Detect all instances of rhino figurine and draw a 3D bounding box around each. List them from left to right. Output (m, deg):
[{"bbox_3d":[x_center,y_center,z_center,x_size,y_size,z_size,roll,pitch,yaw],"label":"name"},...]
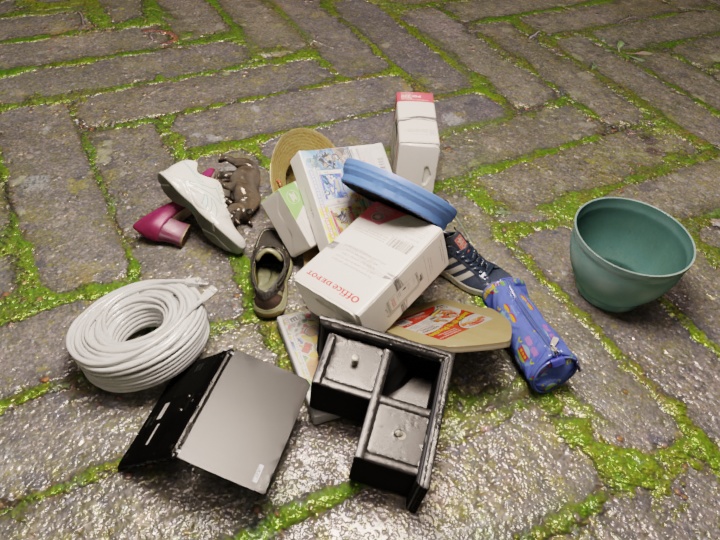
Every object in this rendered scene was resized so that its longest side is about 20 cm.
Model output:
[{"bbox_3d":[-0.236,-0.149,1.220,0.087,0.060,0.201,4,47,-13],"label":"rhino figurine"}]

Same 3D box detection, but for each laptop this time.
[{"bbox_3d":[-0.195,0.207,0.854,0.199,0.103,0.178,-21,30,35],"label":"laptop"}]

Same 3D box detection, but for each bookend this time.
[{"bbox_3d":[0.009,0.188,0.854,0.198,0.092,0.200,16,52,5],"label":"bookend"}]

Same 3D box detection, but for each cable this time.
[{"bbox_3d":[-0.326,0.091,0.940,0.198,0.070,0.201,4,40,18],"label":"cable"}]

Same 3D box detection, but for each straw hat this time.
[{"bbox_3d":[-0.122,-0.169,1.227,0.085,0.202,0.201,-13,24,47],"label":"straw hat"}]

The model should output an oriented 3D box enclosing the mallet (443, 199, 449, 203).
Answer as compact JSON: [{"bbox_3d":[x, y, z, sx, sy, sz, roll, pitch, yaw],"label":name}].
[{"bbox_3d":[0.102,-0.047,1.081,0.066,0.041,0.200,31,65,34],"label":"mallet"}]

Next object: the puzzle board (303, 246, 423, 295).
[{"bbox_3d":[0.000,0.000,1.109,0.198,0.018,0.151,0,34,-7],"label":"puzzle board"}]

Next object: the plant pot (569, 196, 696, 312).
[{"bbox_3d":[0.454,-0.014,1.100,0.198,0.135,0.201,2,45,-2],"label":"plant pot"}]

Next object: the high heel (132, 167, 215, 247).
[{"bbox_3d":[-0.342,-0.135,1.185,0.095,0.068,0.201,19,48,-2],"label":"high heel"}]

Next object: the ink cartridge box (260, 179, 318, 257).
[{"bbox_3d":[-0.068,-0.120,1.152,0.200,0.067,0.118,-34,96,-42],"label":"ink cartridge box"}]

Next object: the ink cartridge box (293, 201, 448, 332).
[{"bbox_3d":[0.018,0.000,0.980,0.146,0.083,0.200,28,61,37],"label":"ink cartridge box"}]

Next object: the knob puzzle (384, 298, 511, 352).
[{"bbox_3d":[0.142,0.096,0.967,0.218,0.031,0.220,-2,15,0],"label":"knob puzzle"}]

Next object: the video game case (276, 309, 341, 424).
[{"bbox_3d":[-0.017,0.129,0.985,0.181,0.023,0.201,-12,47,-18],"label":"video game case"}]

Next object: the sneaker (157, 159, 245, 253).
[{"bbox_3d":[-0.267,-0.118,1.128,0.200,0.070,0.080,48,60,-3],"label":"sneaker"}]

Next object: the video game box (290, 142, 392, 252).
[{"bbox_3d":[-0.011,-0.119,1.111,0.181,0.047,0.201,-12,79,-36],"label":"video game box"}]

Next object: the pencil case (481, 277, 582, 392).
[{"bbox_3d":[0.266,0.095,1.004,0.077,0.087,0.201,-12,46,-12],"label":"pencil case"}]

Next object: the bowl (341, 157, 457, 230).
[{"bbox_3d":[0.058,-0.119,1.019,0.199,0.040,0.201,26,2,-1],"label":"bowl"}]

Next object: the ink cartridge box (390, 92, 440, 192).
[{"bbox_3d":[0.109,-0.254,1.301,0.084,0.146,0.201,2,43,-3],"label":"ink cartridge box"}]

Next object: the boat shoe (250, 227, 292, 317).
[{"bbox_3d":[-0.153,-0.011,1.083,0.071,0.066,0.202,0,44,-5],"label":"boat shoe"}]

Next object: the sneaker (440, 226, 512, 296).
[{"bbox_3d":[0.182,-0.025,1.119,0.199,0.085,0.075,25,47,18],"label":"sneaker"}]
